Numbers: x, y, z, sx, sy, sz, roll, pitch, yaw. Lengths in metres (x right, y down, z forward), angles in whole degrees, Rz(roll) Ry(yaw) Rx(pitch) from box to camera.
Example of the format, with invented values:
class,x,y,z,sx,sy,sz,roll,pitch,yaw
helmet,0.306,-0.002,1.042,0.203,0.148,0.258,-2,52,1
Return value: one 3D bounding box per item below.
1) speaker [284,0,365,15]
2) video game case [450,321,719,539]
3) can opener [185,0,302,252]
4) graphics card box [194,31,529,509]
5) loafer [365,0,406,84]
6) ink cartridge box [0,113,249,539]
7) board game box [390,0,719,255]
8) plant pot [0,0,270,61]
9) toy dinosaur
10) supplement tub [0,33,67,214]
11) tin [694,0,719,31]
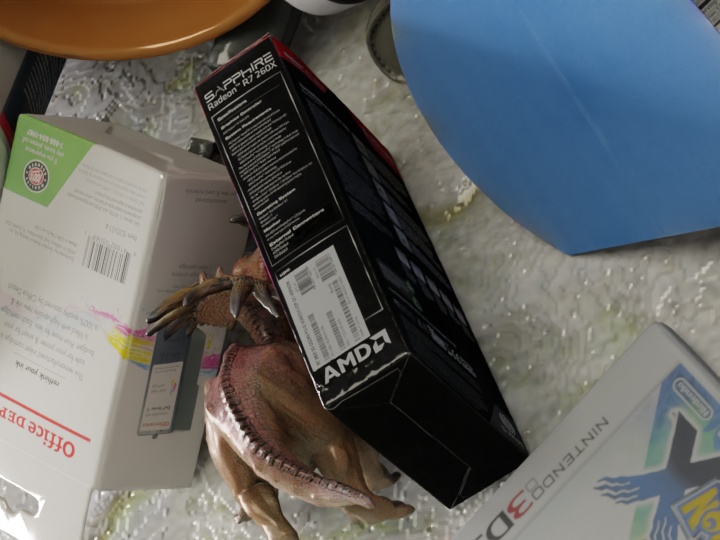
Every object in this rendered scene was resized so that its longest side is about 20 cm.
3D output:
class,x,y,z,sx,sy,sz,roll,pitch,yaw
speaker,0.041,-0.180,1.210,0.200,0.081,0.081,-18,58,44
video game case,0.123,0.147,1.160,0.182,0.022,0.200,-48,49,8
can opener,-0.047,-0.104,1.398,0.066,0.053,0.200,14,77,5
graphics card box,0.000,0.000,1.253,0.051,0.125,0.200,-33,53,11
loafer,0.062,-0.129,1.274,0.200,0.070,0.070,-29,19,52
ink cartridge box,-0.130,0.035,1.350,0.117,0.067,0.200,23,104,41
board game box,0.103,-0.088,1.203,0.200,0.158,0.039,-12,28,53
plant pot,-0.127,-0.222,1.353,0.200,0.200,0.140,-28,44,23
toy dinosaur,-0.043,0.058,1.239,0.086,0.136,0.200,-23,15,2
supplement tub,-0.230,-0.107,1.431,0.140,0.140,0.200,-23,32,26
tin,0.183,-0.103,1.227,0.112,0.042,0.200,-42,50,8
